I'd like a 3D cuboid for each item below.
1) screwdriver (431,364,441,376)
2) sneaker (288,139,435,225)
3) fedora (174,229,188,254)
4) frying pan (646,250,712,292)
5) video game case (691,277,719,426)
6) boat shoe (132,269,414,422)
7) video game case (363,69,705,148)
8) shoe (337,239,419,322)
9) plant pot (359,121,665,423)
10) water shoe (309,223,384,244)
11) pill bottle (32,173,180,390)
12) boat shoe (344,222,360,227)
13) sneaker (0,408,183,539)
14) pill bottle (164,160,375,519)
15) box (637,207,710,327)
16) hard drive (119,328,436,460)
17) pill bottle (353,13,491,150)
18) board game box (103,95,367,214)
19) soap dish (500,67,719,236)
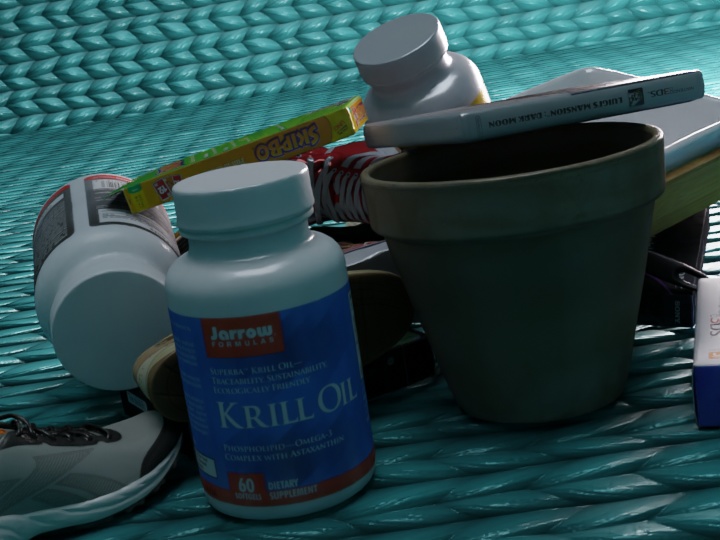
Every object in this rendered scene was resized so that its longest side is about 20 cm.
[{"bbox_3d":[0.095,0.046,1.035,0.028,0.029,0.200,-1,25,25],"label":"screwdriver"},{"bbox_3d":[-0.009,-0.063,1.023,0.112,0.071,0.200,-10,14,-12],"label":"sneaker"},{"bbox_3d":[-0.112,-0.003,1.154,0.201,0.082,0.201,-27,21,11],"label":"fedora"},{"bbox_3d":[0.174,-0.041,0.982,0.190,0.115,0.031,1,-4,11],"label":"frying pan"},{"bbox_3d":[0.322,0.044,0.839,0.200,0.045,0.181,-4,17,17],"label":"video game case"},{"bbox_3d":[-0.059,0.042,0.879,0.200,0.071,0.065,-17,18,-22],"label":"boat shoe"},{"bbox_3d":[0.118,-0.114,0.928,0.182,0.023,0.200,-12,7,-17],"label":"video game case"},{"bbox_3d":[0.000,0.000,0.979,0.200,0.072,0.091,-12,25,-13],"label":"shoe"},{"bbox_3d":[0.110,0.003,0.862,0.200,0.174,0.200,-8,13,2],"label":"plant pot"},{"bbox_3d":[-0.050,0.010,1.071,0.200,0.072,0.079,-18,48,-12],"label":"water shoe"},{"bbox_3d":[-0.194,0.007,0.989,0.116,0.116,0.200,-12,24,-9],"label":"pill bottle"},{"bbox_3d":[0.000,0.001,1.169,0.075,0.062,0.200,1,32,19],"label":"boat shoe"},{"bbox_3d":[-0.197,0.122,0.795,0.200,0.079,0.074,-19,16,-37],"label":"sneaker"},{"bbox_3d":[-0.058,0.039,0.779,0.112,0.200,0.112,-9,15,2],"label":"pill bottle"},{"bbox_3d":[0.179,-0.013,1.046,0.200,0.036,0.143,4,35,17],"label":"box"},{"bbox_3d":[-0.063,0.079,0.952,0.200,0.038,0.140,-18,17,-29],"label":"hard drive"},{"bbox_3d":[0.069,-0.125,1.150,0.112,0.200,0.112,-19,34,13],"label":"pill bottle"},{"bbox_3d":[-0.095,-0.088,0.991,0.200,0.030,0.096,-16,11,10],"label":"board game box"},{"bbox_3d":[0.213,-0.100,1.070,0.157,0.081,0.200,-25,32,-32],"label":"soap dish"}]
